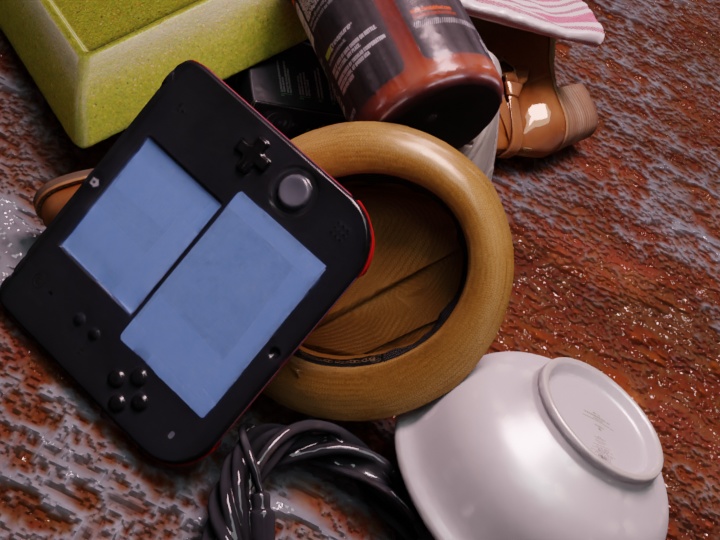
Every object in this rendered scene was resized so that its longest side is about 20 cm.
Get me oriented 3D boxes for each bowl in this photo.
[{"bbox_3d":[0.127,0.120,0.715,0.200,0.090,0.201,27,31,-18],"label":"bowl"}]

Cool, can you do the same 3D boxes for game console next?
[{"bbox_3d":[-0.106,-0.003,0.684,0.177,0.200,0.031,41,5,9],"label":"game console"}]

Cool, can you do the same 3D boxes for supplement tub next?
[{"bbox_3d":[0.014,-0.178,0.771,0.107,0.107,0.201,-9,64,-32],"label":"supplement tub"}]

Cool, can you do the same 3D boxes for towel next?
[{"bbox_3d":[0.125,-0.265,1.009,0.146,0.030,0.200,9,32,-17],"label":"towel"}]

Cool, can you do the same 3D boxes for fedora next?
[{"bbox_3d":[0.000,0.000,0.731,0.200,0.201,0.082,33,4,3],"label":"fedora"}]

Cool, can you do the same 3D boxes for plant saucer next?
[{"bbox_3d":[-0.164,-0.208,0.833,0.199,0.048,0.200,-29,56,-14],"label":"plant saucer"}]

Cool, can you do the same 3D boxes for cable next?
[{"bbox_3d":[-0.017,0.175,0.665,0.163,0.051,0.200,-32,74,-36],"label":"cable"}]

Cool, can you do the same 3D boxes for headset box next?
[{"bbox_3d":[-0.026,-0.151,0.900,0.199,0.093,0.175,6,51,-23],"label":"headset box"}]

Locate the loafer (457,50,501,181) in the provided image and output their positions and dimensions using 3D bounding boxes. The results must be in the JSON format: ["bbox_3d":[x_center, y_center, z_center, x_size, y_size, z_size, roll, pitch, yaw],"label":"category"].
[{"bbox_3d":[0.062,-0.064,0.825,0.070,0.201,0.070,19,2,27],"label":"loafer"}]

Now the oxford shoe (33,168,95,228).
[{"bbox_3d":[-0.121,-0.021,0.760,0.199,0.071,0.072,9,54,-22],"label":"oxford shoe"}]

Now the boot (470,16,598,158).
[{"bbox_3d":[0.115,-0.187,1.015,0.154,0.074,0.200,-15,61,-37],"label":"boot"}]
